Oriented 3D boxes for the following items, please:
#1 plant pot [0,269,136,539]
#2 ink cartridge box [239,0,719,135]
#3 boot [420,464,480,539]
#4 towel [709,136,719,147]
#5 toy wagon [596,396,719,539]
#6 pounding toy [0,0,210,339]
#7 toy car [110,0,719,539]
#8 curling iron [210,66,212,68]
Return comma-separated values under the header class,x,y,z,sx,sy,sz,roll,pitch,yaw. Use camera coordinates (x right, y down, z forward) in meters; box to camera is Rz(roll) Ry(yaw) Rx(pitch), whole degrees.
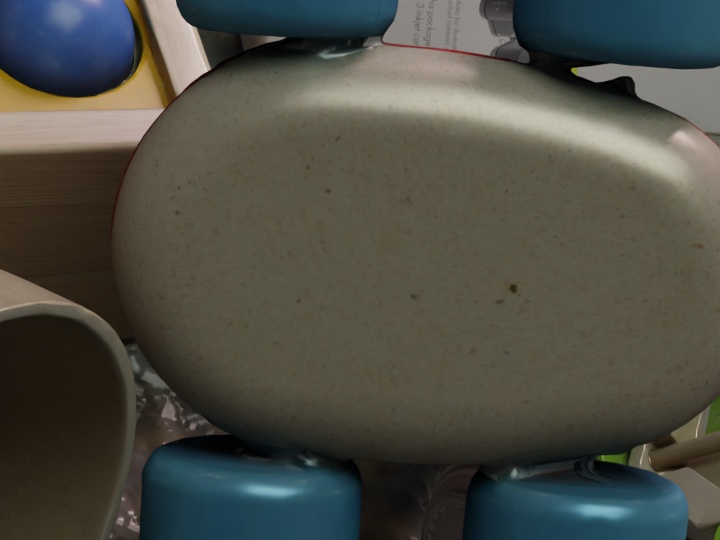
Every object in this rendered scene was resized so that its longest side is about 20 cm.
class,x,y,z,sx,sy,sz,roll,pitch,yaw
plant pot,-0.193,0.041,0.747,0.200,0.188,0.187,32,46,21
ink cartridge box,0.062,-0.095,0.972,0.200,0.068,0.115,2,23,-8
boot,0.048,0.143,0.824,0.095,0.074,0.200,-9,58,-37
towel,0.169,-0.082,1.086,0.200,0.035,0.193,17,49,-10
toy wagon,0.142,0.039,0.899,0.040,0.155,0.200,48,40,-28
pounding toy,-0.156,-0.095,0.880,0.184,0.142,0.200,-3,55,-26
toy car,0.021,-0.013,0.851,0.177,0.185,0.200,4,8,0
curling iron,0.000,0.000,0.944,0.200,0.050,0.026,39,49,2
